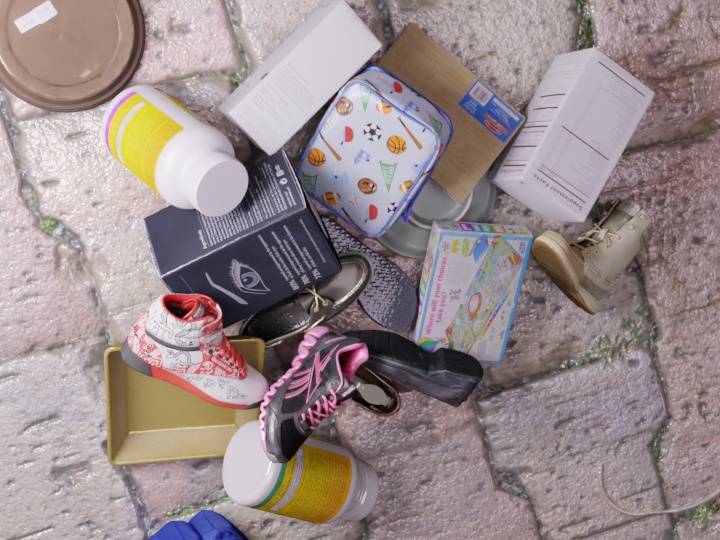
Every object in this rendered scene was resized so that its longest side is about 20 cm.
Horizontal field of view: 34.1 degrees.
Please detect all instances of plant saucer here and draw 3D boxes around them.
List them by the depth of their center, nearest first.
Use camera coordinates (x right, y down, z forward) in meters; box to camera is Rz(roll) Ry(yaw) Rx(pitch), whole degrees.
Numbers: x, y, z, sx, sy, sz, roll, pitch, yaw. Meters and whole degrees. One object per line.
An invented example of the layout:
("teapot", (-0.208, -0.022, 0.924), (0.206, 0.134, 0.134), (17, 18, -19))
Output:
("plant saucer", (-0.362, -0.293, 1.430), (0.199, 0.029, 0.201), (-3, 103, -13))
("plant saucer", (-0.230, 0.159, 1.522), (0.199, 0.049, 0.200), (-3, 125, -14))
("plant saucer", (0.095, -0.110, 1.572), (0.199, 0.050, 0.201), (-3, 103, -13))

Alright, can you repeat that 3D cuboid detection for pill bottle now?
("pill bottle", (-0.219, -0.140, 1.399), (0.104, 0.200, 0.105), (-25, 133, -30))
("pill bottle", (-0.075, 0.274, 1.561), (0.200, 0.113, 0.113), (23, 96, -39))

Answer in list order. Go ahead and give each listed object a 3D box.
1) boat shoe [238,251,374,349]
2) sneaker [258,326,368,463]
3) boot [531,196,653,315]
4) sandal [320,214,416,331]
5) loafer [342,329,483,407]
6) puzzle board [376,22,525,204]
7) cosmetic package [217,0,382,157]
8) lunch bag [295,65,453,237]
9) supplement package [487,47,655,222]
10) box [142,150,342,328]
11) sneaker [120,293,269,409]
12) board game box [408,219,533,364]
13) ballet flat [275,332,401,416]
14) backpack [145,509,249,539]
("boat shoe", (-0.071, 0.043, 1.530), (0.201, 0.060, 0.072), (-32, 91, 11))
("sneaker", (-0.053, 0.155, 1.465), (0.200, 0.095, 0.079), (-62, 142, -30))
("boot", (0.322, -0.041, 1.602), (0.155, 0.072, 0.200), (-50, 141, -2))
("sandal", (0.000, -0.001, 1.581), (0.200, 0.043, 0.076), (45, 81, -9))
("loafer", (0.062, 0.136, 1.576), (0.199, 0.073, 0.072), (18, 119, -6))
("puzzle board", (0.098, -0.205, 1.536), (0.200, 0.017, 0.151), (39, 76, -5))
("cosmetic package", (-0.077, -0.243, 1.469), (0.081, 0.113, 0.200), (44, 88, -19))
("lunch bag", (0.017, -0.144, 1.482), (0.160, 0.076, 0.200), (34, 127, 0))
("supplement package", (0.277, -0.177, 1.557), (0.114, 0.109, 0.200), (33, 84, -18))
("box", (-0.145, -0.031, 1.453), (0.199, 0.105, 0.148), (-25, 143, 2))
("sneaker", (-0.177, 0.096, 1.417), (0.201, 0.067, 0.108), (23, 121, -25))
("board game box", (0.147, 0.032, 1.596), (0.134, 0.034, 0.201), (4, 116, -15))
("ballet flat", (-0.024, 0.137, 1.585), (0.200, 0.067, 0.068), (29, 94, -18))
("backpack", (-0.193, 0.437, 1.558), (0.168, 0.162, 0.200), (-37, 107, -7))
